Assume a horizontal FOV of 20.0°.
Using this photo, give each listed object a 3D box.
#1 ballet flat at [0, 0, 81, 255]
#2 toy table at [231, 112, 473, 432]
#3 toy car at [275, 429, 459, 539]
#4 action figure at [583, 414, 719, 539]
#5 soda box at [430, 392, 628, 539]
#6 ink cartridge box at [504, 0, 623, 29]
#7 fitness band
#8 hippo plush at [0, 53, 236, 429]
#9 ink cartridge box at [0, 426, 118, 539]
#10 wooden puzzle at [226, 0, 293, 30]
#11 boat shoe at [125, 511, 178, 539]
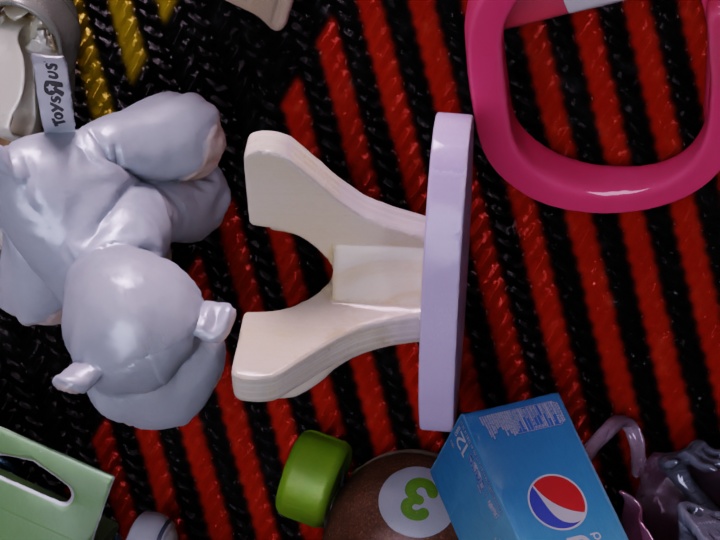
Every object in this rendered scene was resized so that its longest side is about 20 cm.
[{"bbox_3d":[-0.201,-0.069,1.196,0.067,0.064,0.201,6,106,13],"label":"ballet flat"},{"bbox_3d":[0.000,0.000,1.112,0.117,0.184,0.201,3,121,5],"label":"toy table"},{"bbox_3d":[0.006,0.199,1.138,0.164,0.200,0.158,19,108,9],"label":"toy car"},{"bbox_3d":[0.169,0.206,1.141,0.149,0.134,0.201,24,126,31],"label":"action figure"},{"bbox_3d":[0.109,0.170,1.092,0.068,0.064,0.200,114,140,-52],"label":"soda box"},{"bbox_3d":[0.139,-0.221,1.032,0.199,0.084,0.145,-12,130,17],"label":"ink cartridge box"},{"bbox_3d":[0.128,-0.107,1.067,0.143,0.038,0.200,-1,140,9],"label":"fitness band"},{"bbox_3d":[-0.118,-0.007,1.112,0.159,0.200,0.161,-29,58,-13],"label":"hippo plush"},{"bbox_3d":[-0.219,0.185,1.267,0.104,0.059,0.200,24,108,7],"label":"ink cartridge box"},{"bbox_3d":[-0.104,-0.245,1.114,0.200,0.037,0.185,29,137,8],"label":"wooden puzzle"},{"bbox_3d":[-0.112,0.246,1.248,0.086,0.075,0.203,13,109,11],"label":"boat shoe"}]
